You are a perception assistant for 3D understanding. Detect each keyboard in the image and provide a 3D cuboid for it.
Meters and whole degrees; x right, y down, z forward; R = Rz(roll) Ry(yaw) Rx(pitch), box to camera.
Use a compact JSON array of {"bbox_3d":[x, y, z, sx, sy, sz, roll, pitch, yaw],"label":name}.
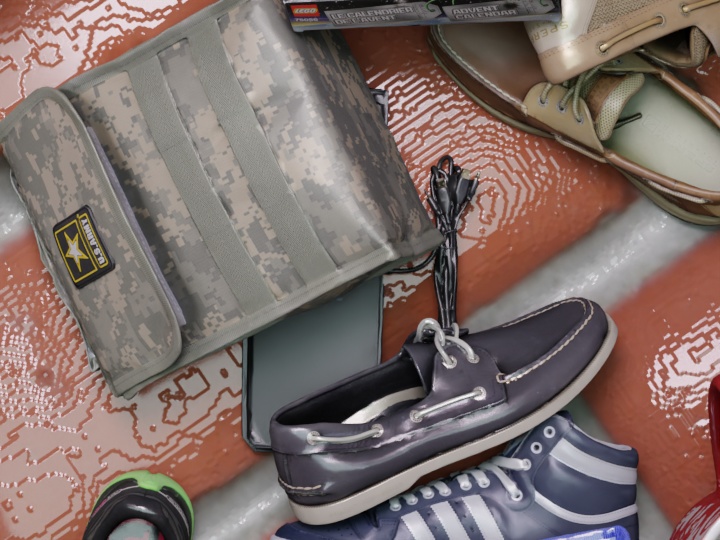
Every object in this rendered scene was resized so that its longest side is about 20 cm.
[{"bbox_3d":[0.000,0.000,1.496,0.127,0.021,0.201,2,89,6],"label":"keyboard"}]

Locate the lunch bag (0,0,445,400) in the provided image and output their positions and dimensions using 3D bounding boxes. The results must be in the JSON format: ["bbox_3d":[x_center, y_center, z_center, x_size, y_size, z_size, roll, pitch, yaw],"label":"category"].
[{"bbox_3d":[-0.087,-0.040,1.443,0.200,0.118,0.164,-26,87,19],"label":"lunch bag"}]

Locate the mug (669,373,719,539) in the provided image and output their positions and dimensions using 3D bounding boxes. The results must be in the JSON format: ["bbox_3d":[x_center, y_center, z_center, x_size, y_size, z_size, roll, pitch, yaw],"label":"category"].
[{"bbox_3d":[0.222,0.145,1.401,0.133,0.200,0.178,13,88,1],"label":"mug"}]

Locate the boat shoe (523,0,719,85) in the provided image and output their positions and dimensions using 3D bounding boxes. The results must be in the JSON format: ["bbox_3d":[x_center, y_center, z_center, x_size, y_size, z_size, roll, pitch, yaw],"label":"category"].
[{"bbox_3d":[0.166,-0.135,1.443,0.200,0.071,0.065,-13,83,-32],"label":"boat shoe"}]

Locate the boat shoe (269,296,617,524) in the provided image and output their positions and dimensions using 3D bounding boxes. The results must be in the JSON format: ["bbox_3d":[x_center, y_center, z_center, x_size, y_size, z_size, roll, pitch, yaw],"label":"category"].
[{"bbox_3d":[0.043,0.060,1.445,0.200,0.073,0.063,-29,114,-10],"label":"boat shoe"}]

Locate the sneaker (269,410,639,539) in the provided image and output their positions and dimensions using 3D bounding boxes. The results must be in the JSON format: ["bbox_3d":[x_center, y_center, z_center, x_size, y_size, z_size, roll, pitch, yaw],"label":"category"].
[{"bbox_3d":[0.054,0.121,1.466,0.199,0.070,0.109,7,92,-6],"label":"sneaker"}]

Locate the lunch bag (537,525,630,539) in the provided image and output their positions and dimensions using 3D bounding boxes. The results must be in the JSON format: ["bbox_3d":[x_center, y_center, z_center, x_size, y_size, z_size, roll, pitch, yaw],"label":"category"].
[{"bbox_3d":[0.052,0.229,1.406,0.200,0.170,0.124,-12,46,-2],"label":"lunch bag"}]

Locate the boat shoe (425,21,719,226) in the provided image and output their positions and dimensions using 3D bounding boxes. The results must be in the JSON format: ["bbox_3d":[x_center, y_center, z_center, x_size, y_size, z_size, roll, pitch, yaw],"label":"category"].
[{"bbox_3d":[0.131,-0.095,1.470,0.200,0.074,0.076,29,88,1],"label":"boat shoe"}]

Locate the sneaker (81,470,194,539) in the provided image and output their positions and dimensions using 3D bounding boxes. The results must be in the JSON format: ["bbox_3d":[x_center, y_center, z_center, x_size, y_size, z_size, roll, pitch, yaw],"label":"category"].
[{"bbox_3d":[-0.134,0.205,1.457,0.077,0.084,0.201,6,88,1],"label":"sneaker"}]

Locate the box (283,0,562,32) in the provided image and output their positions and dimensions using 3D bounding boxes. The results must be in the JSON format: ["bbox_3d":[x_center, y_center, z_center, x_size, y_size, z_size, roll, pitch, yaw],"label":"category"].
[{"bbox_3d":[0.032,-0.221,1.386,0.137,0.040,0.200,-2,71,7],"label":"box"}]
